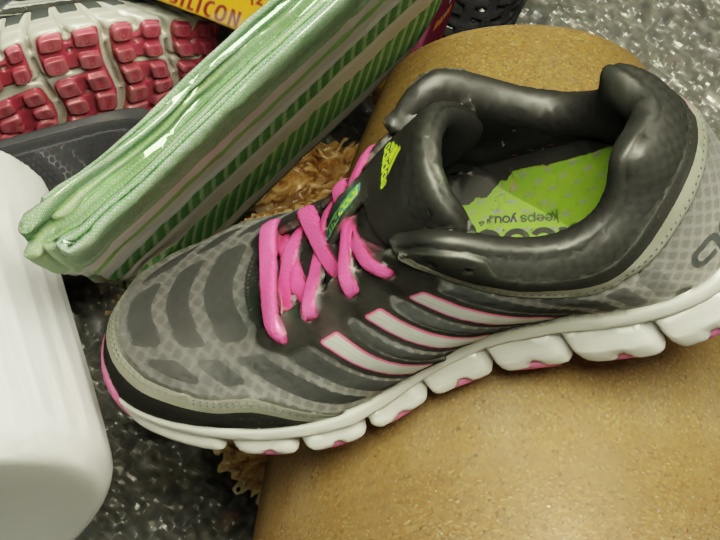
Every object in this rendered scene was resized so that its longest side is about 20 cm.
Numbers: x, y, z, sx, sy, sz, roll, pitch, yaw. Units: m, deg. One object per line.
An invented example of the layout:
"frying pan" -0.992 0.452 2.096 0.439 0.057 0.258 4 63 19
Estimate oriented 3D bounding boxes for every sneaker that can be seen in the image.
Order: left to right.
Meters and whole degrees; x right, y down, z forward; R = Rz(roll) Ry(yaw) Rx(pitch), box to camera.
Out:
"sneaker" -0.148 -0.084 0.960 0.199 0.081 0.075 -5 56 -19
"sneaker" 0.013 -0.010 0.735 0.199 0.088 0.074 -13 51 16

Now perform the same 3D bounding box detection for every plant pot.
"plant pot" 0.052 0.030 0.858 0.185 0.187 0.201 5 64 -13

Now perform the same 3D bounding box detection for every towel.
"towel" -0.032 -0.050 0.813 0.152 0.200 0.023 -43 86 0

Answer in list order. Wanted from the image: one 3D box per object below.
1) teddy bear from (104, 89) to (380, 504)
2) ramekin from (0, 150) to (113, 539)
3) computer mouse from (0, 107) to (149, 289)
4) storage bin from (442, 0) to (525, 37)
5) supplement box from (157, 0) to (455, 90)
"teddy bear" 0.000 0.000 0.955 0.199 0.067 0.145 -24 68 -28
"ramekin" -0.171 0.052 0.792 0.200 0.201 0.098 -14 68 -24
"computer mouse" -0.144 -0.007 0.900 0.199 0.138 0.053 -18 86 -40
"storage bin" -0.005 -0.188 1.066 0.199 0.094 0.135 26 53 3
"supplement box" 0.004 -0.178 0.937 0.110 0.201 0.086 21 17 4
